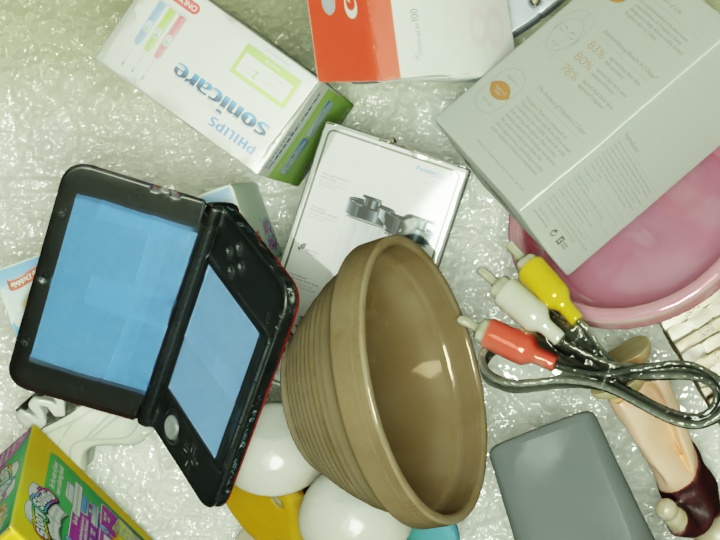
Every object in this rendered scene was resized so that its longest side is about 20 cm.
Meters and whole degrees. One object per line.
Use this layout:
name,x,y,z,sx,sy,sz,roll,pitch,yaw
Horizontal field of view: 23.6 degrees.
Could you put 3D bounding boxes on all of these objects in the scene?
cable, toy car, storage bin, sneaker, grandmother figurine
cable,0.158,0.066,1.217,0.200,0.050,0.097,32,86,24
toy car,-0.009,0.185,1.318,0.200,0.150,0.176,34,140,34
storage bin,0.152,0.187,1.283,0.145,0.200,0.135,-22,77,5
sneaker,-0.177,0.089,1.379,0.199,0.075,0.081,-32,95,15
grandmother figurine,0.243,0.154,1.306,0.060,0.121,0.200,-19,113,35

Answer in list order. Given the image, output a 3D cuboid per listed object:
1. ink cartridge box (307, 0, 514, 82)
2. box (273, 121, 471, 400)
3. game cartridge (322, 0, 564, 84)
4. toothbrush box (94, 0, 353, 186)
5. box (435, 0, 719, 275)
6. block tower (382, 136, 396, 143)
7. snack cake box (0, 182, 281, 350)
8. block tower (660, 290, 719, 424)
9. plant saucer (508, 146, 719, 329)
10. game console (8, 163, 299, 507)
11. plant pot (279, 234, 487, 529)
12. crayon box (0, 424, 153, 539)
ink cartridge box,0.036,-0.217,1.249,0.057,0.200,0.164,-7,91,32
box,0.000,0.000,1.302,0.116,0.060,0.201,18,94,6
game cartridge,0.066,-0.230,1.357,0.199,0.040,0.134,-22,85,7
toothbrush box,-0.096,-0.140,1.295,0.145,0.200,0.086,36,95,6
box,0.177,-0.118,1.266,0.200,0.097,0.125,-40,49,3
block tower,0.017,-0.010,1.358,0.057,0.054,0.201,-11,90,6
snack cake box,-0.171,-0.005,1.350,0.199,0.115,0.068,-20,90,7
block tower,0.287,0.084,1.319,0.054,0.058,0.201,-31,86,6
plant saucer,0.211,-0.041,1.295,0.200,0.051,0.201,-15,55,23
game console,-0.153,0.050,1.244,0.172,0.118,0.201,50,129,42
plant pot,0.008,0.083,1.195,0.092,0.201,0.202,-14,89,25
crayon box,-0.212,0.225,1.295,0.058,0.200,0.173,-42,105,6
